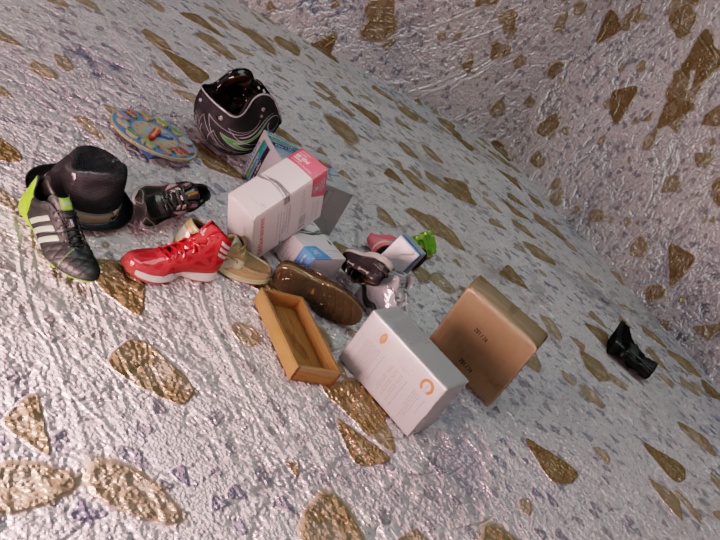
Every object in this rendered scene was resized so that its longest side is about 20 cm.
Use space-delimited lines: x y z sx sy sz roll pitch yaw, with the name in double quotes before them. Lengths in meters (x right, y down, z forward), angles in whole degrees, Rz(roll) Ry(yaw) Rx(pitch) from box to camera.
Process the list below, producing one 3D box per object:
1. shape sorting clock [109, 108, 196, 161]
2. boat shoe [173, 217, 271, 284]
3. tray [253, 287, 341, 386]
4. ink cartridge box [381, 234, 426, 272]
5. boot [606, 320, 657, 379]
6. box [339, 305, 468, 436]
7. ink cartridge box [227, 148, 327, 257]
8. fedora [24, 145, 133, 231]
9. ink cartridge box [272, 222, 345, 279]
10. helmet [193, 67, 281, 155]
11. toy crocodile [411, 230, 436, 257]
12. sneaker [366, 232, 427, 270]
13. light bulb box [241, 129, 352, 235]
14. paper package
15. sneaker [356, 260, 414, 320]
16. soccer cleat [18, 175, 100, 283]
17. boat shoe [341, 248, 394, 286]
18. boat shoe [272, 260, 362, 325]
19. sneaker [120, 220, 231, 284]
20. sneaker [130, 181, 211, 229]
"shape sorting clock" -0.455 -0.302 1.621 0.199 0.039 0.201 31 24 -15
"boat shoe" -0.248 -0.036 1.376 0.198 0.067 0.074 24 26 -27
"tray" -0.116 0.118 1.314 0.098 0.037 0.201 16 31 -40
"ink cartridge box" 0.091 -0.022 1.727 0.067 0.116 0.200 45 10 6
"boot" 0.896 0.262 2.407 0.157 0.080 0.211 33 33 9
"box" 0.078 0.182 1.352 0.200 0.125 0.097 47 25 22
"ink cartridge box" -0.168 -0.130 1.463 0.083 0.147 0.199 41 57 18
"fedora" -0.467 -0.155 1.257 0.199 0.092 0.201 30 24 -14
"ink cartridge box" -0.138 -0.067 1.589 0.200 0.068 0.115 48 25 25
"helmet" -0.307 -0.378 1.783 0.201 0.190 0.200 55 -10 15
"toy crocodile" 0.168 -0.071 2.046 0.200 0.061 0.068 -21 99 -66
"sneaker" 0.096 -0.062 1.903 0.199 0.074 0.087 12 31 -44
"light bulb box" -0.154 -0.209 1.749 0.197 0.125 0.201 19 25 -35
"paper package" 0.273 0.152 1.599 0.200 0.191 0.103 41 28 13
"sneaker" 0.080 0.074 1.568 0.075 0.115 0.200 5 39 -50
"soccer cleat" -0.457 -0.064 1.116 0.200 0.081 0.067 46 25 21
"boat shoe" 0.000 0.000 1.578 0.074 0.061 0.199 45 -18 -25
"boat shoe" -0.080 0.038 1.468 0.199 0.072 0.068 30 25 -9
"sneaker" -0.305 -0.043 1.247 0.078 0.116 0.199 46 25 23
"sneaker" -0.347 -0.136 1.363 0.200 0.085 0.081 -52 126 -66
